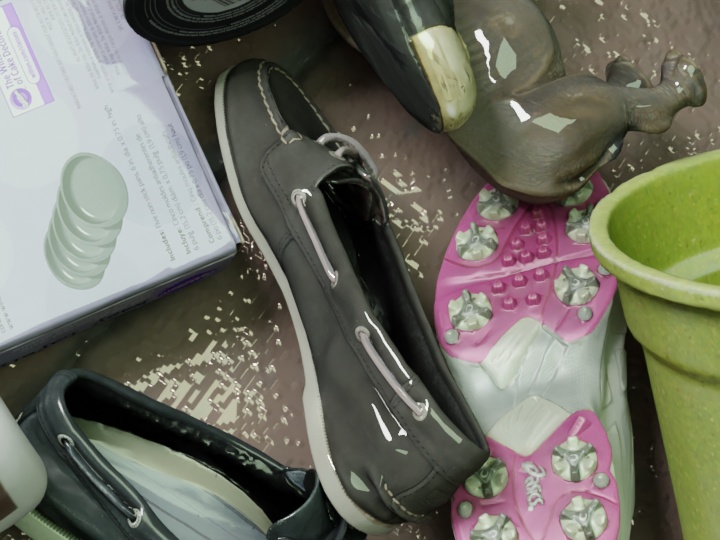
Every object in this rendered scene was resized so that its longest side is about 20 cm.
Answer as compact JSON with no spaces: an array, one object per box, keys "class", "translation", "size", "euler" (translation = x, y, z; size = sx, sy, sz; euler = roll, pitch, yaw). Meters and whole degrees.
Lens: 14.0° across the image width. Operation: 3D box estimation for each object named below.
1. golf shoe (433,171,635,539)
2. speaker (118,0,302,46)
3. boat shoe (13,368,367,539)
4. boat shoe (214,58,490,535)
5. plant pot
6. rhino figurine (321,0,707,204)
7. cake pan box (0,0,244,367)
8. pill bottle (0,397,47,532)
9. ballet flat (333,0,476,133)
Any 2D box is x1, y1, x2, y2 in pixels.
[{"class":"golf shoe","translation":[0.070,0.051,1.119],"size":[0.075,0.092,0.201],"euler":[-3,56,14]},{"class":"speaker","translation":[-0.079,-0.188,1.091],"size":[0.081,0.081,0.201],"euler":[-14,65,-16]},{"class":"boat shoe","translation":[-0.038,0.096,1.063],"size":[0.199,0.066,0.075],"euler":[32,39,5]},{"class":"boat shoe","translation":[0.000,0.000,1.085],"size":[0.057,0.067,0.201],"euler":[-30,61,25]},{"class":"plant pot","translation":[0.188,0.064,1.073],"size":[0.199,0.200,0.185],"euler":[-10,109,-15]},{"class":"rhino figurine","translation":[0.034,-0.104,1.132],"size":[0.087,0.060,0.200],"euler":[-37,71,-22]},{"class":"cake pan box","translation":[-0.167,-0.058,1.084],"size":[0.184,0.052,0.201],"euler":[-25,85,-15]},{"class":"pill bottle","translation":[-0.212,0.085,0.979],"size":[0.200,0.109,0.109],"euler":[-35,88,-7]},{"class":"ballet flat","translation":[0.007,-0.142,1.082],"size":[0.057,0.067,0.201],"euler":[-14,66,-13]}]
